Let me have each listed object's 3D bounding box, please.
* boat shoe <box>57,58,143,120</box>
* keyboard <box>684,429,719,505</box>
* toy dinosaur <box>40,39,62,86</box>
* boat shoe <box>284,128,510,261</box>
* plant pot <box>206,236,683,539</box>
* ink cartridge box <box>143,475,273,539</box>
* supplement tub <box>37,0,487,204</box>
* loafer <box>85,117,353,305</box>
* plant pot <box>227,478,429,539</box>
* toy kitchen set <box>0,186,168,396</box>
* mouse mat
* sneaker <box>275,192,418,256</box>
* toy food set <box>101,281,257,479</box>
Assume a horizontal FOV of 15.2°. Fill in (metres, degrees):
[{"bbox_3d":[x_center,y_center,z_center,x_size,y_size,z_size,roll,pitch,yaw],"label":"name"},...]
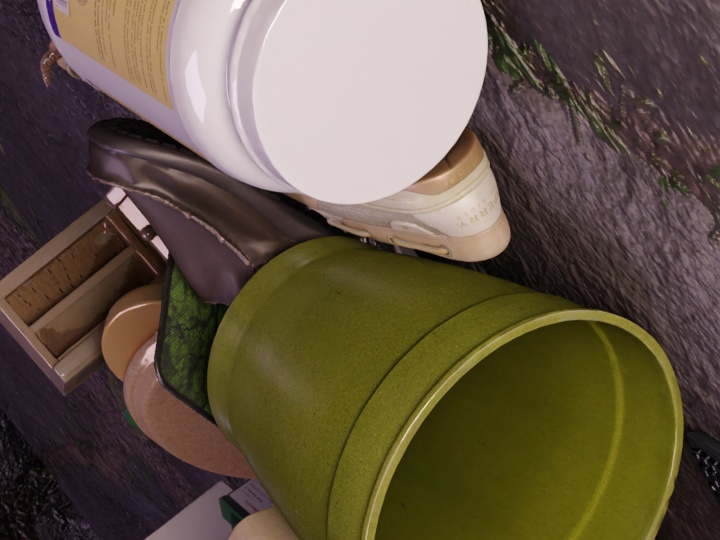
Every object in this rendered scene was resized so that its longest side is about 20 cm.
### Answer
[{"bbox_3d":[-0.141,-0.144,1.571,0.074,0.076,0.200,-34,84,33],"label":"boat shoe"},{"bbox_3d":[0.218,0.175,1.363,0.200,0.040,0.104,58,165,-27],"label":"keyboard"},{"bbox_3d":[-0.113,-0.178,1.428,0.086,0.135,0.200,93,167,-76],"label":"toy dinosaur"},{"bbox_3d":[0.010,-0.043,1.419,0.200,0.072,0.065,15,140,58],"label":"boat shoe"},{"bbox_3d":[0.025,0.077,1.374,0.193,0.200,0.201,32,155,46],"label":"plant pot"},{"bbox_3d":[-0.049,0.187,1.871,0.084,0.200,0.146,45,165,24],"label":"ink cartridge box"},{"bbox_3d":[-0.047,-0.121,1.253,0.200,0.145,0.146,33,157,50],"label":"supplement tub"},{"bbox_3d":[-0.069,-0.014,1.435,0.200,0.071,0.073,30,-178,-31],"label":"loafer"},{"bbox_3d":[0.012,0.218,1.474,0.177,0.200,0.200,58,145,23],"label":"plant pot"},{"bbox_3d":[-0.110,0.003,1.666,0.163,0.180,0.200,49,165,7],"label":"toy kitchen set"},{"bbox_3d":[-0.052,0.016,1.519,0.008,0.200,0.161,-21,137,33],"label":"mouse mat"},{"bbox_3d":[0.000,0.000,1.546,0.200,0.074,0.079,53,171,-3],"label":"sneaker"},{"bbox_3d":[-0.053,0.068,1.667,0.198,0.199,0.049,73,-170,-54],"label":"toy food set"}]
